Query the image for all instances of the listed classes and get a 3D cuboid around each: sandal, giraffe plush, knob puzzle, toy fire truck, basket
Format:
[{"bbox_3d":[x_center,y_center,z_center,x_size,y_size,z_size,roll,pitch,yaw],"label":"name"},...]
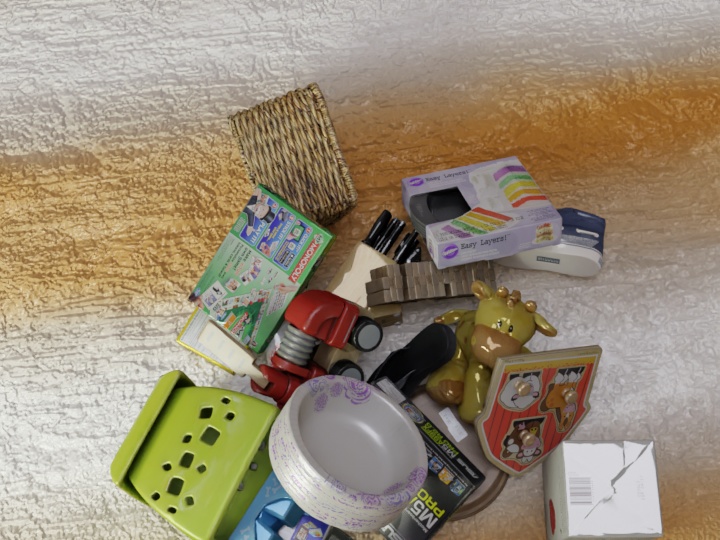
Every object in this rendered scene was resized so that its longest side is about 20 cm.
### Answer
[{"bbox_3d":[0.054,0.142,1.487,0.200,0.043,0.076,-50,47,29],"label":"sandal"},{"bbox_3d":[0.191,0.100,1.468,0.171,0.162,0.201,6,62,-11],"label":"giraffe plush"},{"bbox_3d":[0.243,0.203,1.450,0.219,0.220,0.030,-35,39,-9],"label":"knob puzzle"},{"bbox_3d":[-0.100,0.101,1.442,0.199,0.128,0.177,23,92,-34],"label":"toy fire truck"},{"bbox_3d":[-0.095,-0.155,1.590,0.148,0.143,0.201,-21,83,0],"label":"basket"}]

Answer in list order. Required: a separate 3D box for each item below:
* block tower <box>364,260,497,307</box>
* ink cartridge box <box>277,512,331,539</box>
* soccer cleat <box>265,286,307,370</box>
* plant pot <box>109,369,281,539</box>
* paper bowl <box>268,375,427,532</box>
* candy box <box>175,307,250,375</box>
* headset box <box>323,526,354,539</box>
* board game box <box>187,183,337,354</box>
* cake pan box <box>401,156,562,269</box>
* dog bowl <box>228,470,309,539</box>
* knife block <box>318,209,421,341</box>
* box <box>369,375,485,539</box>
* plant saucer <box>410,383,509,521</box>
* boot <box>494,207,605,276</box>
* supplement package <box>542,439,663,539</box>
[{"bbox_3d":[0.107,0.015,1.525,0.199,0.058,0.054,-5,84,-29],"label":"block tower"},{"bbox_3d":[-0.107,0.385,1.467,0.094,0.037,0.201,26,72,5],"label":"ink cartridge box"},{"bbox_3d":[-0.127,0.065,1.547,0.085,0.069,0.202,10,88,-1],"label":"soccer cleat"},{"bbox_3d":[-0.215,0.257,1.437,0.181,0.199,0.201,24,73,15],"label":"plant pot"},{"bbox_3d":[-0.023,0.240,1.346,0.199,0.105,0.201,21,38,-17],"label":"paper bowl"},{"bbox_3d":[-0.182,0.048,1.591,0.102,0.026,0.201,28,75,11],"label":"candy box"},{"bbox_3d":[-0.025,0.448,1.364,0.092,0.200,0.174,31,74,28],"label":"headset box"},{"bbox_3d":[-0.141,-0.002,1.501,0.134,0.029,0.201,36,100,12],"label":"board game box"},{"bbox_3d":[0.170,-0.087,1.553,0.198,0.053,0.185,-11,36,-8],"label":"cake pan box"},{"bbox_3d":[-0.119,0.337,1.411,0.049,0.112,0.201,27,74,20],"label":"dog bowl"},{"bbox_3d":[0.000,0.000,1.580,0.198,0.064,0.177,-12,71,-1],"label":"knife block"},{"bbox_3d":[0.050,0.272,1.453,0.200,0.044,0.161,45,114,15],"label":"box"},{"bbox_3d":[0.119,0.255,1.508,0.198,0.030,0.202,-1,71,3],"label":"plant saucer"},{"bbox_3d":[0.268,-0.054,1.592,0.198,0.073,0.091,13,57,6],"label":"boot"},{"bbox_3d":[0.312,0.298,1.393,0.119,0.200,0.122,-1,72,2],"label":"supplement package"}]
